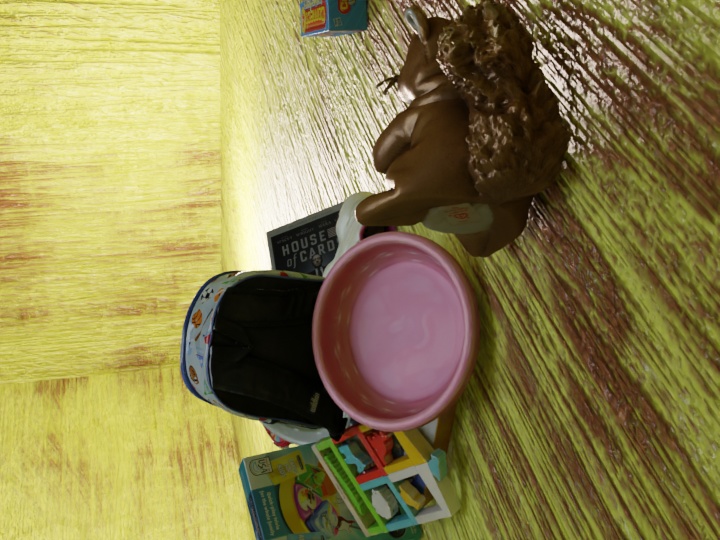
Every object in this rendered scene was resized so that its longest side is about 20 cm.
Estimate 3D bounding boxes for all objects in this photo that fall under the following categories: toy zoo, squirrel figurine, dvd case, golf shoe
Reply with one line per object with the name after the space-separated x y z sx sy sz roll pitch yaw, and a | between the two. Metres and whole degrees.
0.033 0.229 0.998 0.132 0.020 0.200 57 139 2 | toy zoo
0.090 -0.136 0.718 0.200 0.141 0.188 143 133 -57 | squirrel figurine
-0.053 0.006 1.255 0.025 0.150 0.201 48 -154 -58 | dvd case
0.000 0.000 1.138 0.091 0.075 0.201 25 108 62 | golf shoe

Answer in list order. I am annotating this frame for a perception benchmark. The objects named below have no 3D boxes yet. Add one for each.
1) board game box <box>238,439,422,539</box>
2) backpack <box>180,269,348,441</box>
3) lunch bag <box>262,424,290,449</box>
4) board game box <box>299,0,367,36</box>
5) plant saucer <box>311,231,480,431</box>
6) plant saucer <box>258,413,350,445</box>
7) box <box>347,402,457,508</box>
-0.040 0.295 1.122 0.047 0.199 0.152 115 141 -54 | board game box
-0.107 0.081 0.995 0.154 0.190 0.201 -2 77 47 | backpack
-0.076 0.160 1.290 0.200 0.082 0.176 -53 53 26 | lunch bag
-0.043 -0.435 1.243 0.200 0.056 0.197 -142 49 -71 | board game box
0.040 0.062 0.904 0.200 0.051 0.202 -5 81 36 | plant saucer
-0.086 0.145 1.188 0.050 0.199 0.201 -41 -36 -48 | plant saucer
0.046 0.162 0.990 0.119 0.041 0.201 29 133 30 | box
